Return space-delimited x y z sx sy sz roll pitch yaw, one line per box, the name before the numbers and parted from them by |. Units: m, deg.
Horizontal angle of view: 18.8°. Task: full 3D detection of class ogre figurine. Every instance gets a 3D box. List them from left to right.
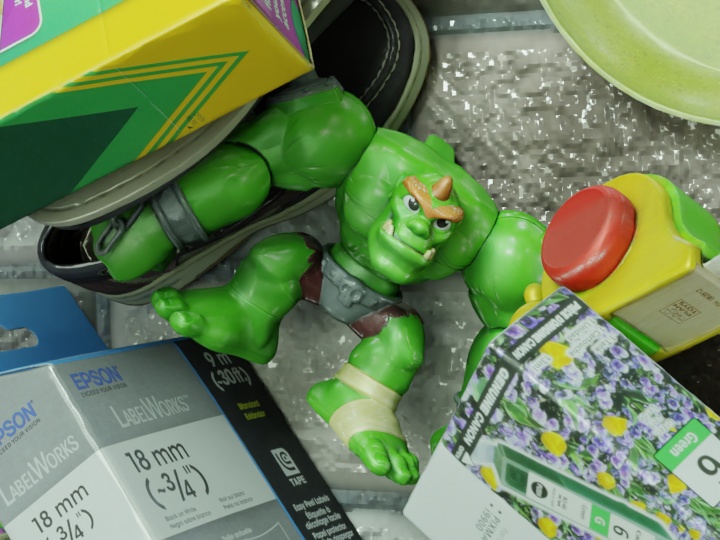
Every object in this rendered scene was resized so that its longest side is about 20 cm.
ogre figurine | 0.000 0.000 0.882 0.199 0.098 0.120 36 98 11

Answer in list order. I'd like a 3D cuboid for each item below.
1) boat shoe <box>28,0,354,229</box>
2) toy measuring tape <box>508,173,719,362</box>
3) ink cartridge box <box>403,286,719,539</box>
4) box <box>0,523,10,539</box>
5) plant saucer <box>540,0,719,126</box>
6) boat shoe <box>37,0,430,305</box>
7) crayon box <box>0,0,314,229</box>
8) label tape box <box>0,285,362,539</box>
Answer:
boat shoe | -0.055 -0.084 0.863 0.073 0.063 0.200 41 80 19
toy measuring tape | 0.129 -0.016 0.802 0.199 0.073 0.074 -30 80 41
ink cartridge box | 0.116 0.112 0.792 0.200 0.050 0.109 41 138 16
box | -0.226 0.113 0.948 0.175 0.200 0.097 27 105 23
plant saucer | 0.154 -0.156 0.834 0.199 0.031 0.202 3 96 26
boat shoe | -0.057 -0.050 0.927 0.199 0.065 0.072 -34 77 24
crayon box | -0.118 -0.125 0.829 0.172 0.058 0.201 -24 53 16
label tape box | -0.093 0.076 0.910 0.063 0.144 0.201 -39 77 23
